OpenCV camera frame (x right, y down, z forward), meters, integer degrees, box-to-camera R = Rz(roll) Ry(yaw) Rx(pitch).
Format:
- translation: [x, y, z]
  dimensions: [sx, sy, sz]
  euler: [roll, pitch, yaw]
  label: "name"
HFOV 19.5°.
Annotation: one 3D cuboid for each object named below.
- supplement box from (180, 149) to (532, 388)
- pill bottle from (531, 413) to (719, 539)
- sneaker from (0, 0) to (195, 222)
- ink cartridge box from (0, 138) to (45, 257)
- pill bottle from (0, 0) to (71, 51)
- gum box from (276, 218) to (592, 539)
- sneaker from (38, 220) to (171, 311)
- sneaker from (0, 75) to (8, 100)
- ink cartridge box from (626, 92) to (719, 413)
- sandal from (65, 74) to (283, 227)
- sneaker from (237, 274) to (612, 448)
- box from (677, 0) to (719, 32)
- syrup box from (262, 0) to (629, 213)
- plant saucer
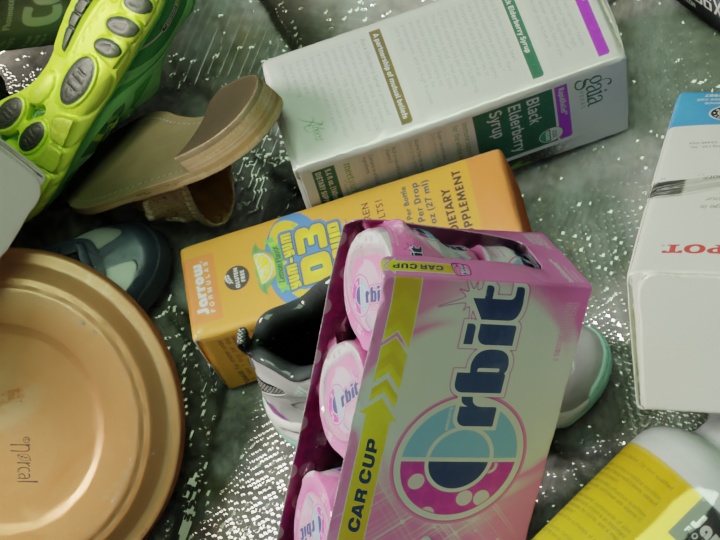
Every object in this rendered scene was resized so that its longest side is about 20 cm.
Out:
- translation: [0.000, 0.000, 1.199]
  dimensions: [0.198, 0.069, 0.067]
  euler: [-19, 59, 10]
  label: "supplement box"
- translation: [0.150, 0.151, 1.059]
  dimensions: [0.200, 0.112, 0.112]
  euler: [-44, 62, -6]
  label: "pill bottle"
- translation: [-0.164, -0.102, 1.274]
  dimensions: [0.200, 0.083, 0.074]
  euler: [-49, 65, 24]
  label: "sneaker"
- translation: [-0.293, -0.037, 1.182]
  dimensions: [0.199, 0.084, 0.146]
  euler: [22, 77, 43]
  label: "ink cartridge box"
- translation: [-0.235, -0.189, 1.276]
  dimensions: [0.199, 0.114, 0.114]
  euler: [-12, 56, -30]
  label: "pill bottle"
- translation: [0.036, 0.071, 1.065]
  dimensions: [0.112, 0.202, 0.066]
  euler: [3, 24, -23]
  label: "gum box"
- translation: [-0.207, 0.023, 1.237]
  dimensions: [0.199, 0.082, 0.070]
  euler: [-31, 59, 0]
  label: "sneaker"
- translation: [-0.321, -0.119, 1.342]
  dimensions: [0.198, 0.074, 0.089]
  euler: [-10, 65, 11]
  label: "sneaker"
- translation: [0.222, -0.012, 1.077]
  dimensions: [0.143, 0.085, 0.200]
  euler: [2, 31, 17]
  label: "ink cartridge box"
- translation: [-0.098, -0.052, 1.234]
  dimensions: [0.211, 0.070, 0.078]
  euler: [-16, 38, 53]
  label: "sandal"
- translation: [0.030, 0.042, 1.126]
  dimensions: [0.198, 0.140, 0.078]
  euler: [-11, 58, 11]
  label: "sneaker"
- translation: [0.258, -0.235, 1.244]
  dimensions: [0.200, 0.050, 0.158]
  euler: [-45, 62, -8]
  label: "box"
- translation: [0.051, -0.101, 1.213]
  dimensions: [0.198, 0.079, 0.082]
  euler: [-18, 62, 0]
  label: "syrup box"
- translation: [-0.199, 0.088, 1.185]
  dimensions: [0.198, 0.032, 0.202]
  euler: [0, 91, 4]
  label: "plant saucer"
